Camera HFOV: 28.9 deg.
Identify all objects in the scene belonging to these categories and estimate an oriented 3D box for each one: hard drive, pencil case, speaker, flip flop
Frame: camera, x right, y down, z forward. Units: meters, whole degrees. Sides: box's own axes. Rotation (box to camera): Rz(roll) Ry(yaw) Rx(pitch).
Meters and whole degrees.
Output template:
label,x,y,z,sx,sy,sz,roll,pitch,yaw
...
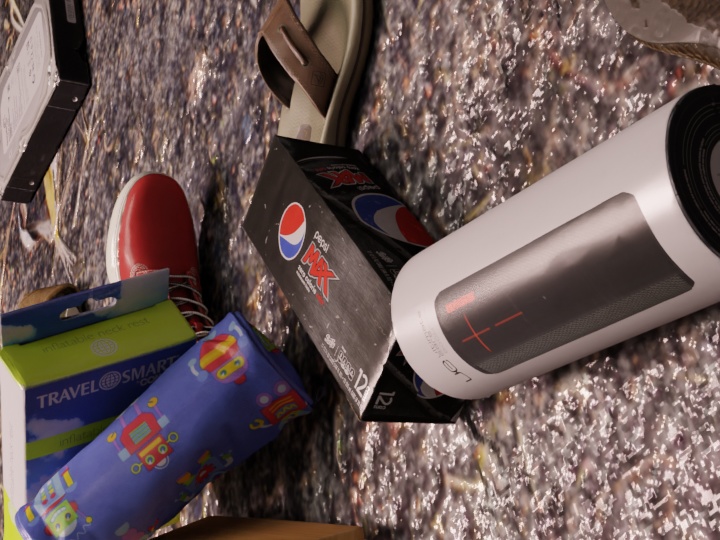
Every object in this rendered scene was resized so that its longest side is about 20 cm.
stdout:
label,x,y,z,sx,sy,sz,roll,pitch,yaw
hard drive,-0.333,-0.182,1.432,0.200,0.038,0.141,-49,44,45
pencil case,-0.119,0.115,0.870,0.200,0.087,0.078,-42,64,-2
speaker,0.097,-0.005,0.613,0.200,0.081,0.082,-31,58,53
flip flop,-0.040,-0.127,0.894,0.081,0.057,0.202,22,104,59

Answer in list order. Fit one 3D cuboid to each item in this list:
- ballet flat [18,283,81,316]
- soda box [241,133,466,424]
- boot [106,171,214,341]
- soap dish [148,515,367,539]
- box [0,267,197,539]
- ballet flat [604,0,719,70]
label,x,y,z,sx,sy,sz,roll,pitch,yaw
ballet flat,-0.267,0.097,1.250,0.072,0.068,0.201,-31,52,31
soda box,0.000,0.000,0.793,0.200,0.063,0.071,54,129,49
boot,-0.124,0.025,1.001,0.144,0.072,0.202,-5,88,59
soap dish,-0.067,0.231,0.845,0.200,0.081,0.159,-12,74,57
box,-0.172,0.103,0.914,0.048,0.121,0.201,46,140,38
ballet flat,0.158,-0.111,0.570,0.200,0.046,0.068,51,127,57
